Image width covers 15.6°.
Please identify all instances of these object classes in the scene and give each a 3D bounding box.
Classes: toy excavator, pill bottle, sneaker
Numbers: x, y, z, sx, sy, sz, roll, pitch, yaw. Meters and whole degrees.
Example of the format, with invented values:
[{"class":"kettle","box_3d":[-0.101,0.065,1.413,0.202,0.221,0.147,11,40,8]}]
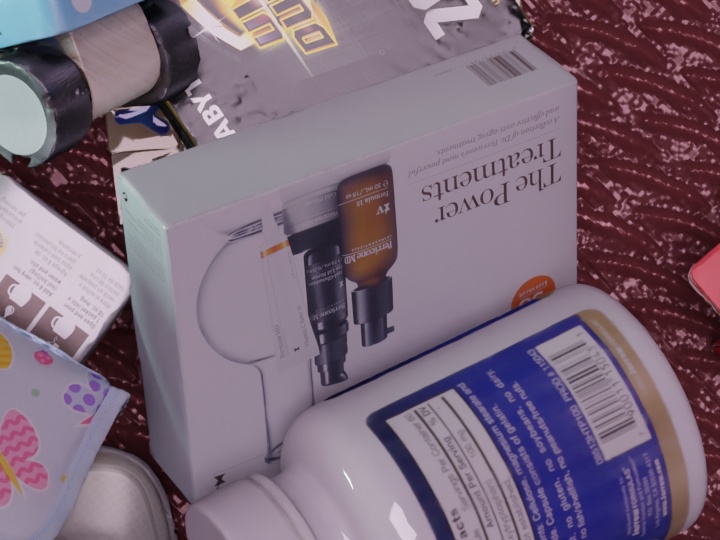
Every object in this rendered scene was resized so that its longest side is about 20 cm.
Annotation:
[{"class":"toy excavator","box_3d":[-0.138,-0.152,1.096,0.100,0.194,0.200,-33,108,-47]},{"class":"pill bottle","box_3d":[0.034,0.097,1.108,0.200,0.120,0.120,-24,91,-18]},{"class":"sneaker","box_3d":[-0.127,0.179,1.177,0.075,0.081,0.200,10,87,-2]}]

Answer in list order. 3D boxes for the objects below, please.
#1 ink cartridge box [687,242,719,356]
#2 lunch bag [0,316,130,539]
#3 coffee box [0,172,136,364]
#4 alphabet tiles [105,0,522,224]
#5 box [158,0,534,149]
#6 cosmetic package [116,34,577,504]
[{"class":"ink cartridge box","box_3d":[0.248,0.042,1.209,0.116,0.067,0.200,-40,92,-4]},{"class":"lunch bag","box_3d":[-0.211,0.092,1.038,0.170,0.127,0.200,33,81,-5]},{"class":"coffee box","box_3d":[-0.185,0.060,1.156,0.080,0.114,0.200,37,87,-3]},{"class":"alphabet tiles","box_3d":[-0.019,-0.081,1.222,0.200,0.006,0.167,-6,89,-4]},{"class":"box","box_3d":[-0.041,-0.142,1.194,0.160,0.049,0.200,-33,88,-7]},{"class":"cosmetic package","box_3d":[0.000,0.000,1.135,0.200,0.052,0.151,-21,131,-22]}]
